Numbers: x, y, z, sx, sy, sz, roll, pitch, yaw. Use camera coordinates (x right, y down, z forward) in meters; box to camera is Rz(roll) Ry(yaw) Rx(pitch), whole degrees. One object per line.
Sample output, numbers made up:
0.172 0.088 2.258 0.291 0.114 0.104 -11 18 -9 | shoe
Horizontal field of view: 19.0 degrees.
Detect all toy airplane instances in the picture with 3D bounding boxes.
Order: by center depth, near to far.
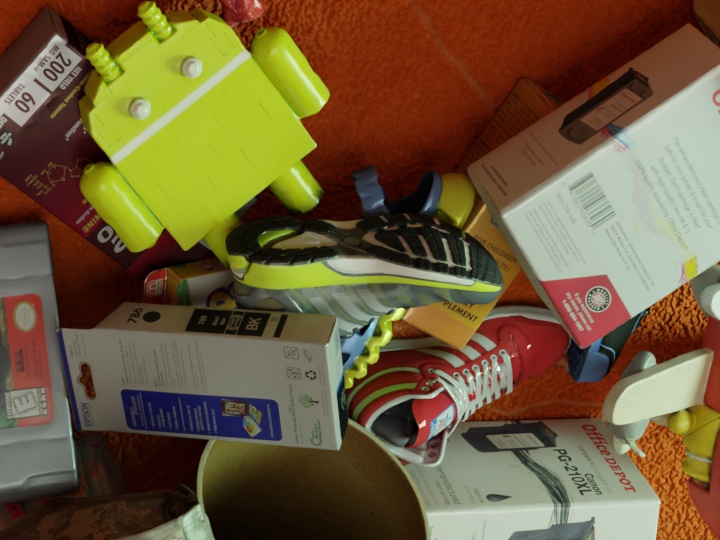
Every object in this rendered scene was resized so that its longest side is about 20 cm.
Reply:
0.278 0.090 1.713 0.200 0.141 0.199 44 61 -31 | toy airplane

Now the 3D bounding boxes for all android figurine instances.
-0.113 -0.098 1.502 0.182 0.041 0.200 -37 120 -3 | android figurine

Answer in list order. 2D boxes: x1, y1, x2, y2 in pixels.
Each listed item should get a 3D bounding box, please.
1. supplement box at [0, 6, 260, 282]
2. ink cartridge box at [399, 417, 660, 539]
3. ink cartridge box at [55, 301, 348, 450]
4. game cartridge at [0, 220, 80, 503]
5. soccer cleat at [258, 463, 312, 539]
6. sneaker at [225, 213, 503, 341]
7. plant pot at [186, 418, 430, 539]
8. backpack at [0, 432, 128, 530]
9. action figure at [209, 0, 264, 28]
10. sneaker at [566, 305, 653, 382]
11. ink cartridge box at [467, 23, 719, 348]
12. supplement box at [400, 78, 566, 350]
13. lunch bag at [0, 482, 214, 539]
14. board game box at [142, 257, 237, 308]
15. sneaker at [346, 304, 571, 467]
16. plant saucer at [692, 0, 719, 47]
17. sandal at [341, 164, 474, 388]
-0.181 -0.082 1.544 0.200 0.061 0.109 38 101 -29 | supplement box
0.119 0.186 1.710 0.199 0.145 0.085 -1 115 -15 | ink cartridge box
-0.111 0.073 1.527 0.199 0.039 0.100 4 128 11 | ink cartridge box
-0.280 0.070 1.553 0.133 0.041 0.201 -8 87 -5 | game cartridge
-0.022 0.192 1.720 0.084 0.065 0.200 -26 118 4 | soccer cleat
0.002 0.009 1.533 0.199 0.074 0.081 3 126 -4 | sneaker
-0.073 0.231 1.620 0.186 0.187 0.200 14 138 -21 | plant pot
-0.225 0.224 1.643 0.126 0.167 0.201 -19 107 -11 | backpack
-0.096 -0.248 1.484 0.099 0.065 0.201 7 113 -25 | action figure
0.220 0.001 1.690 0.078 0.070 0.201 9 113 -14 | sneaker
0.201 -0.061 1.574 0.200 0.086 0.148 -33 122 -1 | ink cartridge box
0.100 -0.042 1.637 0.066 0.069 0.200 28 103 -28 | supplement box
-0.152 0.240 1.479 0.117 0.200 0.165 -29 105 -50 | lunch bag
-0.076 0.030 1.607 0.199 0.030 0.096 -11 120 -33 | board game box
0.080 0.090 1.670 0.199 0.113 0.071 -13 119 -9 | sneaker
0.312 -0.125 1.578 0.048 0.200 0.200 -31 119 6 | plant saucer
0.000 0.000 1.596 0.087 0.080 0.200 28 99 -14 | sandal
